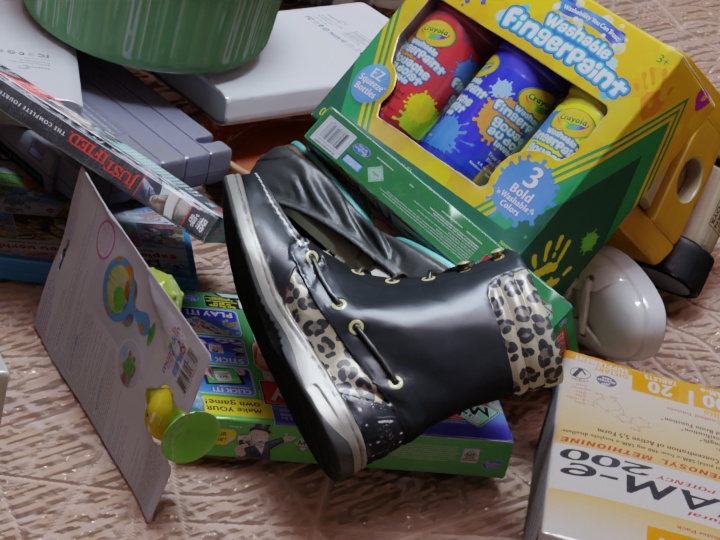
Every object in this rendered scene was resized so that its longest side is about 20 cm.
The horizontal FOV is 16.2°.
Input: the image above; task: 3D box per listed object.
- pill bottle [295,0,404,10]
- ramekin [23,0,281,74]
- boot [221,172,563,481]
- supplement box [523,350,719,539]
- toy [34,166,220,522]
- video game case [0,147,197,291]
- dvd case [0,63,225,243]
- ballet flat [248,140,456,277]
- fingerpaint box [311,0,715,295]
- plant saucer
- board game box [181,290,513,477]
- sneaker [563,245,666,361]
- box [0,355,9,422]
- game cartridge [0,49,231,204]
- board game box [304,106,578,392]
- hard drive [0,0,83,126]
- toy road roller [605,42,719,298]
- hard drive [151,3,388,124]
[{"bbox_3d":[-0.050,-0.272,2.022,0.200,0.113,0.113,11,30,-7],"label":"pill bottle"},{"bbox_3d":[-0.142,-0.218,1.760,0.200,0.098,0.200,12,28,-6],"label":"ramekin"},{"bbox_3d":[0.014,0.013,1.474,0.154,0.074,0.204,-19,61,-12],"label":"boot"},{"bbox_3d":[0.163,0.138,1.472,0.126,0.074,0.200,14,30,0],"label":"supplement box"},{"bbox_3d":[-0.127,0.041,1.467,0.047,0.115,0.200,5,31,-29],"label":"toy"},{"bbox_3d":[-0.188,-0.048,1.681,0.143,0.018,0.200,7,30,-14],"label":"video game case"},{"bbox_3d":[-0.168,-0.078,1.567,0.200,0.022,0.146,32,2,1],"label":"dvd case"},{"bbox_3d":[0.000,0.000,1.550,0.200,0.068,0.068,38,70,27],"label":"ballet flat"},{"bbox_3d":[0.095,-0.104,1.622,0.200,0.167,0.073,38,-4,36],"label":"fingerpaint box"},{"bbox_3d":[-0.016,-0.080,1.781,0.200,0.032,0.200,6,26,-3],"label":"plant saucer"},{"bbox_3d":[-0.018,0.068,1.539,0.200,0.029,0.135,6,31,-16],"label":"board game box"},{"bbox_3d":[0.116,0.012,1.674,0.085,0.073,0.200,-12,28,-33],"label":"sneaker"},{"bbox_3d":[-0.298,0.073,1.369,0.200,0.082,0.068,-3,34,-26],"label":"box"},{"bbox_3d":[-0.198,-0.107,1.726,0.130,0.038,0.200,-18,42,-38],"label":"game cartridge"},{"bbox_3d":[0.054,-0.011,1.594,0.200,0.135,0.029,40,81,18],"label":"board game box"},{"bbox_3d":[-0.262,-0.159,1.730,0.132,0.026,0.200,7,29,-14],"label":"hard drive"},{"bbox_3d":[0.173,-0.075,1.738,0.146,0.123,0.200,19,-13,34],"label":"toy road roller"},{"bbox_3d":[-0.048,-0.152,1.835,0.200,0.026,0.132,-11,32,-34],"label":"hard drive"}]
